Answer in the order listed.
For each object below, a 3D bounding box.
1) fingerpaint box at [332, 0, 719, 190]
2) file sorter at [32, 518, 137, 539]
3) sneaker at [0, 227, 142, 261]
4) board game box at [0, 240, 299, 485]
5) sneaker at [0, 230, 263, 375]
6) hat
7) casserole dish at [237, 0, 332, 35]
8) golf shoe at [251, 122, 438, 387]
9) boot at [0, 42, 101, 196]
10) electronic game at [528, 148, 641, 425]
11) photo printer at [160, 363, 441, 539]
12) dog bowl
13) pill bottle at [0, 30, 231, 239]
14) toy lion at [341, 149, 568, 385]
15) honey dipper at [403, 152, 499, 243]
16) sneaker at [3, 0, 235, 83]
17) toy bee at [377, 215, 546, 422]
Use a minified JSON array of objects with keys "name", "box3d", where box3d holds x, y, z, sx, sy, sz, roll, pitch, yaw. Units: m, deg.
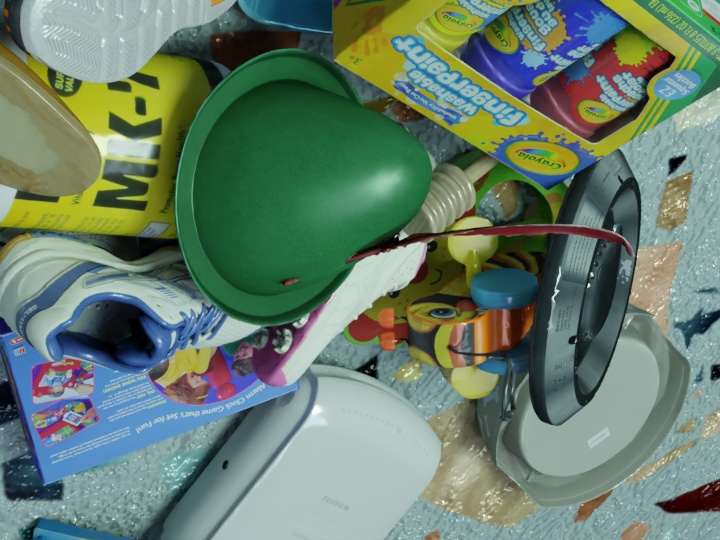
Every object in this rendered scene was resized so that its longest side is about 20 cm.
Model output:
[{"name":"fingerpaint box","box3d":[0.109,-0.150,0.846,0.199,0.074,0.166,27,137,-36]},{"name":"file sorter","box3d":[-0.199,0.313,1.033,0.138,0.123,0.201,13,118,1]},{"name":"sneaker","box3d":[-0.224,-0.016,0.865,0.199,0.082,0.075,0,120,-30]},{"name":"board game box","box3d":[-0.148,0.055,0.980,0.199,0.045,0.135,-19,127,-19]},{"name":"sneaker","box3d":[-0.127,0.032,0.848,0.199,0.088,0.076,3,121,-40]},{"name":"hat","box3d":[0.021,-0.045,0.803,0.200,0.175,0.167,-37,123,-38]},{"name":"casserole dish","box3d":[0.012,-0.199,0.867,0.198,0.039,0.121,4,146,-8]},{"name":"golf shoe","box3d":[0.000,0.000,0.959,0.091,0.075,0.201,34,83,-34]},{"name":"boot","box3d":[-0.212,-0.137,0.734,0.201,0.144,0.071,34,123,-21]},{"name":"electronic game","box3d":[0.158,0.011,0.984,0.200,0.041,0.201,13,90,-69]},{"name":"photo printer","box3d":[-0.039,0.171,1.103,0.166,0.069,0.200,32,101,-40]},{"name":"dog bowl","box3d":[0.189,0.109,1.203,0.199,0.059,0.201,-15,126,-21]},{"name":"pill bottle","box3d":[-0.177,-0.080,0.830,0.199,0.114,0.115,3,118,-32]},{"name":"toy lion","box3d":[0.064,-0.016,1.054,0.200,0.069,0.192,-45,123,3]},{"name":"honey dipper","box3d":[0.100,-0.088,0.966,0.200,0.038,0.038,-40,135,-30]},{"name":"sneaker","box3d":[-0.154,-0.164,0.765,0.200,0.111,0.078,-37,145,-59]},{"name":"toy bee","box3d":[0.071,0.028,0.966,0.200,0.108,0.132,-2,96,-74]}]
